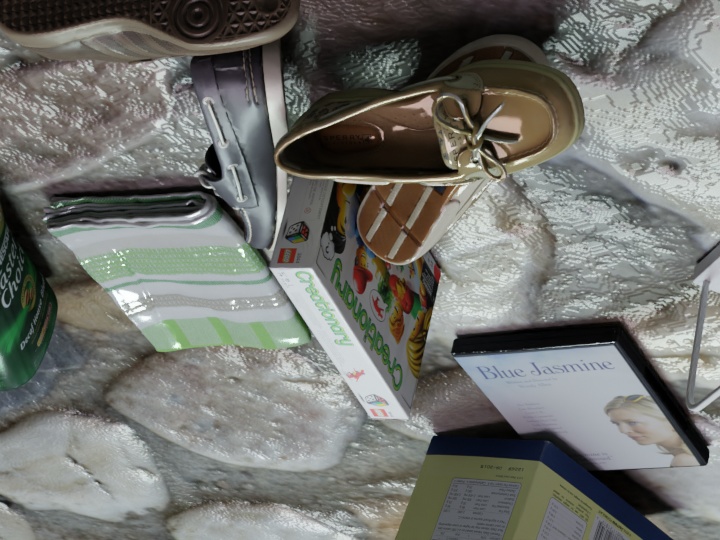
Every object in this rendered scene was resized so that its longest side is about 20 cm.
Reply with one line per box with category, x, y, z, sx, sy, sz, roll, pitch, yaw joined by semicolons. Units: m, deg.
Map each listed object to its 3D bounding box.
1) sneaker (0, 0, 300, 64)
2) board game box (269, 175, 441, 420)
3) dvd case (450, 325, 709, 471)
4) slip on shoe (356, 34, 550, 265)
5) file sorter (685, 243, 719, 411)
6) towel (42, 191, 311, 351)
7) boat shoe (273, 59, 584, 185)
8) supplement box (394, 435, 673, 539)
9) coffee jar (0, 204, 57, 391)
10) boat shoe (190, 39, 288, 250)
sneaker;-0.125;-0.164;1.307;0.199;0.071;0.076;3;171;17
board game box;0.000;0.000;1.449;0.034;0.127;0.200;-1;147;23
dvd case;0.176;0.105;1.660;0.142;0.018;0.200;-5;144;30
slip on shoe;0.066;-0.083;1.358;0.076;0.061;0.200;40;132;9
file sorter;0.337;0.053;1.406;0.199;0.125;0.139;20;150;-12
towel;-0.138;0.007;1.611;0.149;0.031;0.200;-1;147;24
boat shoe;0.042;-0.082;1.290;0.199;0.063;0.074;-8;107;33
supplement box;0.133;0.272;1.753;0.134;0.200;0.200;-2;148;47
coffee jar;-0.300;0.002;1.592;0.085;0.105;0.200;5;149;15
boat shoe;-0.080;-0.082;1.386;0.062;0.073;0.200;-3;147;-4
